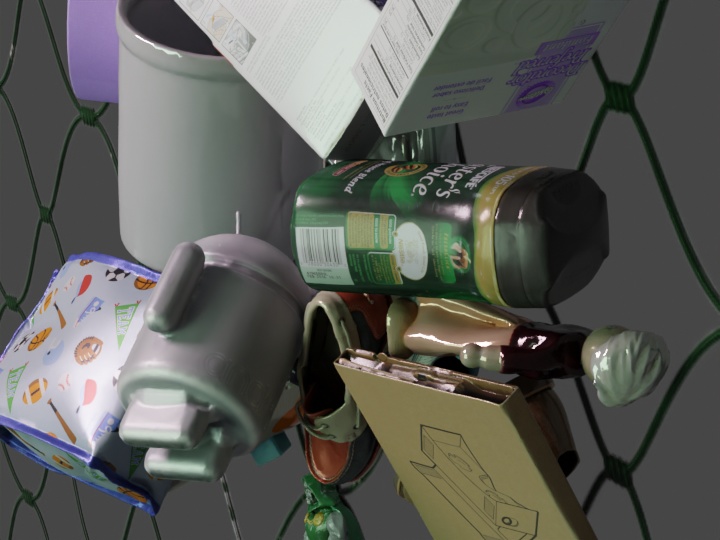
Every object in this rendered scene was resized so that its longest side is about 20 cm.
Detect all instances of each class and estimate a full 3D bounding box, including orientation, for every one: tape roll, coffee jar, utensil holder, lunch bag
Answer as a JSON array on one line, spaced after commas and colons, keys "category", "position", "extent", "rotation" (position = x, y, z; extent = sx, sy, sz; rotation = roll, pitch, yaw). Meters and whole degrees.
[{"category": "tape roll", "position": [-0.195, -0.240, 1.773], "extent": [0.200, 0.065, 0.201], "rotation": [6, -90, -87]}, {"category": "coffee jar", "position": [0.060, -0.026, 1.399], "extent": [0.199, 0.104, 0.086], "rotation": [5, 108, 33]}, {"category": "utensil holder", "position": [-0.109, -0.114, 1.670], "extent": [0.170, 0.169, 0.201], "rotation": [43, 138, 46]}, {"category": "lunch bag", "position": [-0.208, 0.082, 1.705], "extent": [0.199, 0.170, 0.124], "rotation": [16, 158, 40]}]

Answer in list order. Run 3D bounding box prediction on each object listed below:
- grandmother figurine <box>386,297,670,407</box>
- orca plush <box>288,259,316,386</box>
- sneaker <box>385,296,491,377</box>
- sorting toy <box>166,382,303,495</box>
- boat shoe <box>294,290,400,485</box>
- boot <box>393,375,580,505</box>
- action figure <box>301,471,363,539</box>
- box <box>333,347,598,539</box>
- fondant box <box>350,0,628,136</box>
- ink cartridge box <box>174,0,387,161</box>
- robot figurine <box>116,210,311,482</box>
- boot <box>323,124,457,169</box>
[{"category": "grandmother figurine", "position": [0.111, 0.049, 1.393], "extent": [0.199, 0.121, 0.061], "rotation": [8, 108, 38]}, {"category": "orca plush", "position": [0.000, 0.000, 1.612], "extent": [0.105, 0.071, 0.201], "rotation": [29, 106, 42]}, {"category": "sneaker", "position": [0.040, 0.075, 1.563], "extent": [0.087, 0.077, 0.200], "rotation": [63, 148, 19]}, {"category": "sorting toy", "position": [-0.129, 0.118, 1.753], "extent": [0.200, 0.180, 0.107], "rotation": [35, 156, 53]}, {"category": "boat shoe", "position": [-0.018, 0.084, 1.540], "extent": [0.071, 0.062, 0.201], "rotation": [34, 135, 26]}, {"category": "boot", "position": [0.087, 0.142, 1.515], "extent": [0.076, 0.073, 0.200], "rotation": [61, 146, 10]}, {"category": "action figure", "position": [-0.024, 0.266, 1.772], "extent": [0.118, 0.054, 0.201], "rotation": [-7, 89, 64]}, {"category": "box", "position": [0.082, 0.142, 1.442], "extent": [0.163, 0.021, 0.200], "rotation": [11, 139, 46]}, {"category": "fondant box", "position": [0.096, -0.173, 1.302], "extent": [0.058, 0.144, 0.200], "rotation": [64, 148, 22]}, {"category": "ink cartridge box", "position": [-0.045, -0.180, 1.485], "extent": [0.200, 0.050, 0.109], "rotation": [47, 117, 27]}, {"category": "robot figurine", "position": [-0.104, 0.056, 1.540], "extent": [0.112, 0.201, 0.170], "rotation": [3, 144, 27]}, {"category": "boot", "position": [0.016, -0.099, 1.505], "extent": [0.074, 0.095, 0.201], "rotation": [-134, 37, -79]}]
